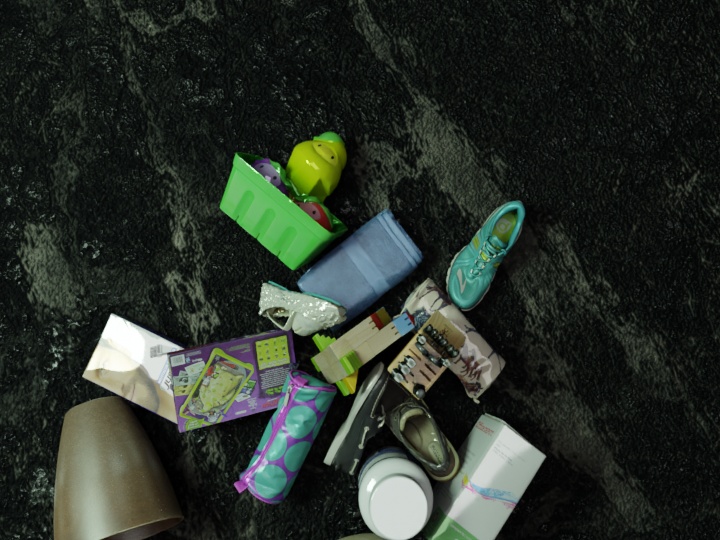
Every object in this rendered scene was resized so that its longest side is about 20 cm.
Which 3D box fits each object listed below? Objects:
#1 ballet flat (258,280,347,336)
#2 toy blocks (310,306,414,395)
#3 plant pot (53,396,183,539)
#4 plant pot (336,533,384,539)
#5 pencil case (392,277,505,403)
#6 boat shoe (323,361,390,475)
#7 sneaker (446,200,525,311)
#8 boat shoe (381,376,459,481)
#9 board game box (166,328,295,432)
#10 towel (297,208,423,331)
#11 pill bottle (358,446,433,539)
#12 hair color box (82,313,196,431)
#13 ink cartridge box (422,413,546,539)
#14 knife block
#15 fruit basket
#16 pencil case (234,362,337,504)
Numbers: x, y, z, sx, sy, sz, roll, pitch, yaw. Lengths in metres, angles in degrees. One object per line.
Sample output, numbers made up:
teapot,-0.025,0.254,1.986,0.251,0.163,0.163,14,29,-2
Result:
ballet flat,-0.094,0.067,1.057,0.070,0.198,0.074,-8,103,-38
toy blocks,0.006,0.109,1.050,0.135,0.200,0.101,-33,86,-19
plant pot,-0.380,0.304,1.030,0.182,0.188,0.204,-19,70,-3
plant pot,-0.020,0.485,1.010,0.132,0.198,0.207,1,82,35
pencil case,0.146,0.114,1.094,0.089,0.078,0.200,-44,85,7
boat shoe,0.007,0.234,1.053,0.059,0.074,0.203,27,110,2
sneaker,0.204,-0.030,1.110,0.076,0.080,0.203,31,85,3
boat shoe,0.080,0.230,1.052,0.073,0.065,0.200,-39,58,-9
board game box,-0.194,0.168,1.063,0.195,0.032,0.124,-10,94,-23
towel,0.000,0.000,1.120,0.198,0.049,0.113,-37,85,-5
pill bottle,0.050,0.330,1.005,0.108,0.200,0.115,0,83,0
hair color box,-0.327,0.162,1.091,0.196,0.065,0.112,24,84,4
ink cartridge box,0.179,0.329,1.034,0.086,0.145,0.202,33,84,2
knife block,0.075,0.147,0.988,0.064,0.201,0.175,41,43,6
fruit basket,-0.097,-0.134,1.096,0.209,0.155,0.223,1,97,10
pencil case,-0.114,0.254,1.053,0.084,0.091,0.204,29,96,43
